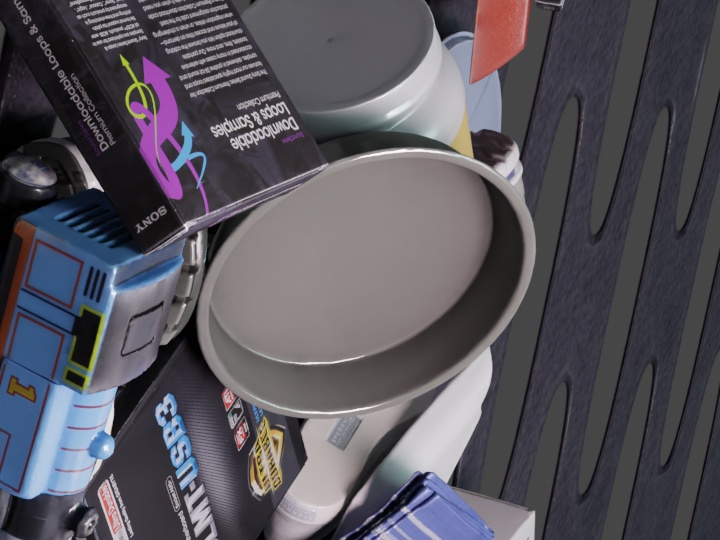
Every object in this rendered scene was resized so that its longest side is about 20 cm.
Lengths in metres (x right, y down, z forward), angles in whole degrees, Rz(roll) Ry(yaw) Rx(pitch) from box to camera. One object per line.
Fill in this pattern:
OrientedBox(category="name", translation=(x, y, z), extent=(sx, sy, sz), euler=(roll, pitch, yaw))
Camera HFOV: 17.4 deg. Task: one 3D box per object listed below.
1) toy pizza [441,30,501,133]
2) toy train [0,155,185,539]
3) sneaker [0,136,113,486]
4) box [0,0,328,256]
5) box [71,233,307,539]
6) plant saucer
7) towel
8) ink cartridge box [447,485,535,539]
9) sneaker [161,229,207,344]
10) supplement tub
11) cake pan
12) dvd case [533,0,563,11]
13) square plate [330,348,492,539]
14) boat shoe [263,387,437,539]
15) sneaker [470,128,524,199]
OrientedBox(category="toy pizza", translation=(0.046, -0.070, 1.639), extent=(0.200, 0.032, 0.201), euler=(-46, 144, -50))
OrientedBox(category="toy train", translation=(-0.161, 0.048, 1.121), extent=(0.087, 0.114, 0.201), euler=(-25, 137, -60))
OrientedBox(category="sneaker", translation=(-0.148, 0.026, 1.219), extent=(0.079, 0.074, 0.201), euler=(-32, 132, -64))
OrientedBox(category="box", translation=(-0.108, -0.113, 1.120), extent=(0.201, 0.036, 0.143), euler=(58, 30, 3))
OrientedBox(category="box", translation=(-0.110, 0.114, 1.382), extent=(0.199, 0.049, 0.201), euler=(-57, 150, -37))
OrientedBox(category="plant saucer", translation=(0.104, -0.250, 1.562), extent=(0.200, 0.036, 0.201), euler=(-78, 174, -61))
OrientedBox(category="towel", translation=(-0.010, 0.212, 1.556), extent=(0.200, 0.024, 0.145), euler=(-36, 152, 4))
OrientedBox(category="ink cartridge box", translation=(0.069, 0.291, 1.829), extent=(0.146, 0.084, 0.201), euler=(-43, 140, -50))
OrientedBox(category="sneaker", translation=(-0.101, -0.057, 1.269), extent=(0.079, 0.075, 0.201), euler=(-36, 135, -58))
OrientedBox(category="supplement tub", translation=(-0.004, -0.062, 1.394), extent=(0.146, 0.145, 0.201), euler=(-57, 150, -35))
OrientedBox(category="cake pan", translation=(0.000, 0.000, 1.322), extent=(0.201, 0.199, 0.037), euler=(78, -9, -46))
OrientedBox(category="dvd case", translation=(0.149, -0.262, 1.680), extent=(0.200, 0.025, 0.151), euler=(-47, 149, -83))
OrientedBox(category="square plate", translation=(0.021, 0.171, 1.638), extent=(0.198, 0.028, 0.201), euler=(-46, 165, -47))
OrientedBox(category="boat shoe", translation=(-0.009, 0.121, 1.592), extent=(0.069, 0.072, 0.200), euler=(-62, 178, 39))
OrientedBox(category="sneaker", translation=(0.039, -0.002, 1.535), extent=(0.200, 0.075, 0.082), euler=(-38, 128, -16))
